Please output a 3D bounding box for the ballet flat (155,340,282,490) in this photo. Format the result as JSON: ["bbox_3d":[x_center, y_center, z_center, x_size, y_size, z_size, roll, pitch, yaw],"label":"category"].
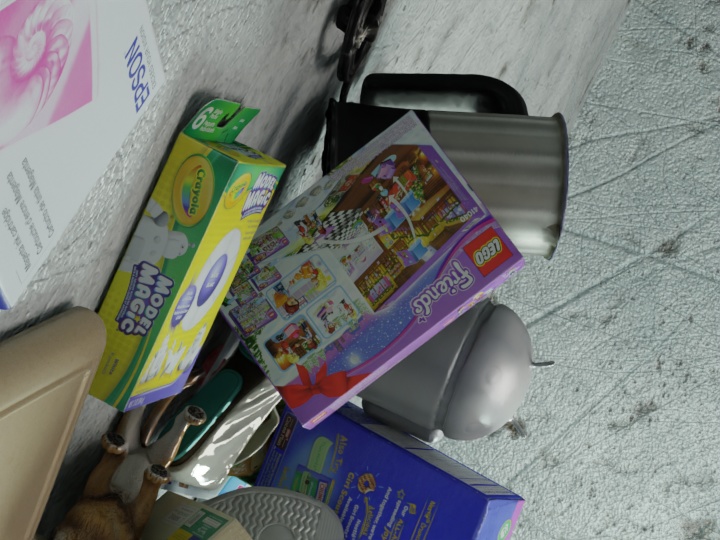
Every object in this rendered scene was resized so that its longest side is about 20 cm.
[{"bbox_3d":[-0.073,0.084,1.196,0.200,0.069,0.069,-49,167,-8],"label":"ballet flat"}]

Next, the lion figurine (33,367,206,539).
[{"bbox_3d":[-0.163,0.150,1.088,0.123,0.072,0.200,-62,175,26],"label":"lion figurine"}]

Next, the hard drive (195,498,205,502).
[{"bbox_3d":[-0.142,0.257,1.566,0.133,0.026,0.200,-63,170,-6],"label":"hard drive"}]

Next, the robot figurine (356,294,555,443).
[{"bbox_3d":[0.051,0.061,1.243,0.113,0.199,0.170,-52,162,-49],"label":"robot figurine"}]

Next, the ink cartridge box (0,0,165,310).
[{"bbox_3d":[-0.159,-0.062,0.682,0.201,0.043,0.197,-61,170,-19],"label":"ink cartridge box"}]

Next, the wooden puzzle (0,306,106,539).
[{"bbox_3d":[-0.218,0.128,0.881,0.185,0.037,0.201,-34,145,-69],"label":"wooden puzzle"}]

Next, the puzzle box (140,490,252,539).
[{"bbox_3d":[-0.152,0.210,1.073,0.133,0.025,0.200,-40,-170,-16],"label":"puzzle box"}]

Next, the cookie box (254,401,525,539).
[{"bbox_3d":[0.008,0.214,1.265,0.075,0.199,0.172,9,105,-59],"label":"cookie box"}]

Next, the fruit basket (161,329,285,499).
[{"bbox_3d":[-0.087,0.107,1.297,0.186,0.093,0.200,-62,166,-5],"label":"fruit basket"}]

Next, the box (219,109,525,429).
[{"bbox_3d":[0.000,0.000,1.141,0.199,0.137,0.039,-37,168,1],"label":"box"}]

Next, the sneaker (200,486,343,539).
[{"bbox_3d":[-0.113,0.221,1.256,0.118,0.199,0.074,96,-14,-73],"label":"sneaker"}]

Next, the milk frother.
[{"bbox_3d":[0.067,-0.118,1.225,0.200,0.186,0.182,102,-10,-63],"label":"milk frother"}]

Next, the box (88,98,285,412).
[{"bbox_3d":[-0.110,-0.013,1.021,0.201,0.048,0.117,-67,170,8],"label":"box"}]
